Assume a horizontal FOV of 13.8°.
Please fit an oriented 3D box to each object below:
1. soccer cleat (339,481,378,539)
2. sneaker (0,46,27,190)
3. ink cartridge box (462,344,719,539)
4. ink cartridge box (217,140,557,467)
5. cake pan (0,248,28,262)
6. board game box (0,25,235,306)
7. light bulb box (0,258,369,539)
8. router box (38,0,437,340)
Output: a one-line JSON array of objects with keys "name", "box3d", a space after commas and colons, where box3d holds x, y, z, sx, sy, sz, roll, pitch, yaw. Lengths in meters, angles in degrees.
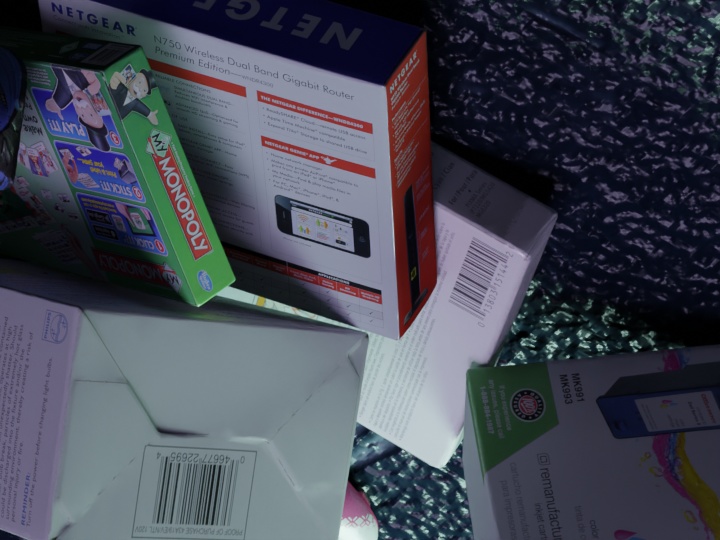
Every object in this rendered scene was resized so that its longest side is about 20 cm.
[{"name": "soccer cleat", "box3d": [-0.075, 0.132, 1.777, 0.200, 0.086, 0.070, 38, 135, -24]}, {"name": "sneaker", "box3d": [-0.234, -0.090, 1.504, 0.200, 0.078, 0.076, 30, 119, 47]}, {"name": "ink cartridge box", "box3d": [0.162, 0.121, 1.596, 0.199, 0.146, 0.088, -4, 139, -4]}, {"name": "ink cartridge box", "box3d": [0.000, 0.000, 1.634, 0.176, 0.045, 0.200, 29, 140, 8]}, {"name": "cake pan", "box3d": [-0.233, 0.051, 1.676, 0.037, 0.200, 0.200, 41, 165, 49]}, {"name": "board game box", "box3d": [-0.153, -0.059, 1.535, 0.200, 0.029, 0.135, 13, 132, 51]}, {"name": "light bulb box", "box3d": [-0.137, 0.068, 1.572, 0.198, 0.125, 0.200, 7, -176, -41]}, {"name": "router box", "box3d": [-0.061, -0.068, 1.533, 0.199, 0.049, 0.180, 18, 139, 19]}]
